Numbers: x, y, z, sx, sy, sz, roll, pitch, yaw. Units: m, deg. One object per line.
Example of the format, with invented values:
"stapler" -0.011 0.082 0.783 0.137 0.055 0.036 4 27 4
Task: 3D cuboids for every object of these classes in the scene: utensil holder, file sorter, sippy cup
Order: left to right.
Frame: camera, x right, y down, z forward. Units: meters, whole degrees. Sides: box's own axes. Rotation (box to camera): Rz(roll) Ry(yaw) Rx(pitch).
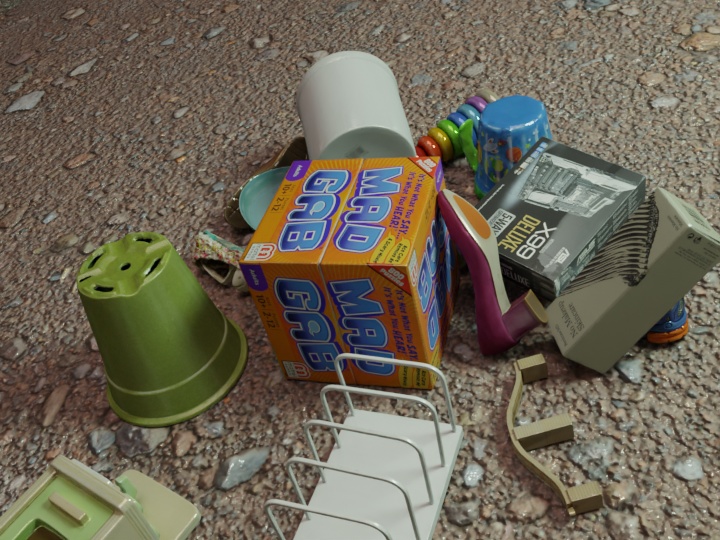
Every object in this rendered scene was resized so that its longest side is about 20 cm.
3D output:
"utensil holder" -0.006 -0.214 1.218 0.169 0.171 0.201 -15 46 1
"file sorter" 0.008 0.198 0.802 0.138 0.125 0.201 5 43 23
"sippy cup" 0.229 -0.181 1.165 0.176 0.131 0.140 -3 41 16

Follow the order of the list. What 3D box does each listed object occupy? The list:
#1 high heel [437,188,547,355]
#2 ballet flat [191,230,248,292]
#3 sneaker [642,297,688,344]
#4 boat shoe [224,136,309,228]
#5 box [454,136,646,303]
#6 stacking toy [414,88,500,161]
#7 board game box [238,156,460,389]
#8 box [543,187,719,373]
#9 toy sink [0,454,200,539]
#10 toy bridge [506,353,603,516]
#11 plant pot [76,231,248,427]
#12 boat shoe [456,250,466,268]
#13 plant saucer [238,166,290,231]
"high heel" 0.131 0.004 0.940 0.096 0.201 0.067 -36 2 32
"ballet flat" -0.178 -0.004 1.158 0.199 0.076 0.064 20 82 41
"sneaker" 0.353 -0.006 0.960 0.075 0.079 0.201 -12 40 4
"boat shoe" -0.150 -0.139 1.302 0.200 0.072 0.067 -48 15 -22
"box" 0.239 -0.069 0.998 0.157 0.050 0.200 31 66 36
"stacking toy" 0.143 -0.211 1.280 0.199 0.086 0.085 -33 42 -10
"board game box" 0.000 0.000 0.975 0.198 0.201 0.201 1 42 19
"box" 0.298 0.014 0.870 0.068 0.200 0.082 23 29 -24
"toy sink" -0.287 0.278 0.817 0.130 0.113 0.200 17 50 33
"toy bridge" 0.194 0.175 0.842 0.067 0.027 0.201 -16 40 4
"plant pot" -0.267 0.060 1.003 0.198 0.191 0.201 -10 40 8
"boat shoe" 0.073 -0.056 1.124 0.199 0.075 0.068 18 44 24
"plant saucer" -0.087 -0.094 1.214 0.198 0.028 0.201 4 42 -3
